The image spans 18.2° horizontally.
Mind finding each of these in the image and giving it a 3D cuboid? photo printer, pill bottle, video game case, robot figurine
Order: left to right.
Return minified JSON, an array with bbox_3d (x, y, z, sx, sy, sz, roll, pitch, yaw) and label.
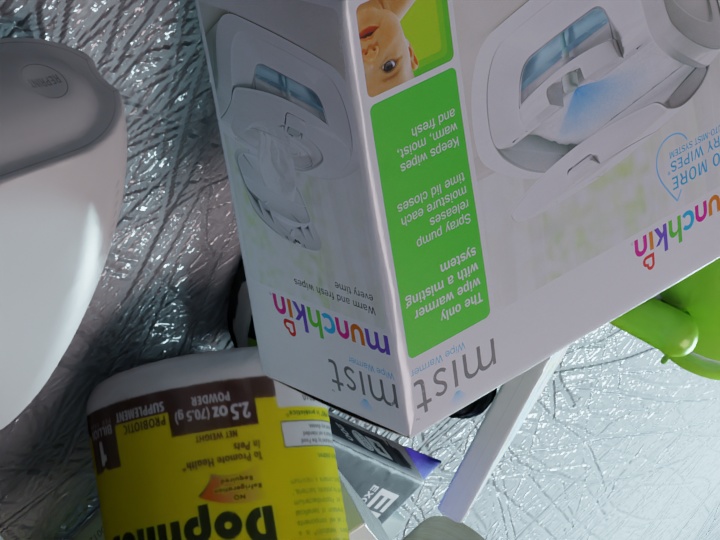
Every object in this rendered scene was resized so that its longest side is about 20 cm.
[{"bbox_3d":[-0.170,0.009,0.762,0.199,0.070,0.167,-23,150,-40],"label":"photo printer"},{"bbox_3d":[-0.055,0.141,0.996,0.108,0.202,0.109,-10,170,-2],"label":"pill bottle"},{"bbox_3d":[0.110,0.032,1.246,0.200,0.017,0.144,-53,170,-44],"label":"video game case"},{"bbox_3d":[0.226,-0.013,1.327,0.174,0.116,0.201,-26,154,-20],"label":"robot figurine"}]

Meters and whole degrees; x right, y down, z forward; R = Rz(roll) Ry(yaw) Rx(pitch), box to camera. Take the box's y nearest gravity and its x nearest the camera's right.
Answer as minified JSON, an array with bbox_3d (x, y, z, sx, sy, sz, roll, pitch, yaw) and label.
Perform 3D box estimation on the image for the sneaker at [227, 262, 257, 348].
[{"bbox_3d":[0.000,0.000,1.014,0.071,0.083,0.201,-25,152,-36],"label":"sneaker"}]

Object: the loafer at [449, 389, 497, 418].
[{"bbox_3d":[0.037,0.027,1.168,0.072,0.073,0.200,-4,156,-6],"label":"loafer"}]

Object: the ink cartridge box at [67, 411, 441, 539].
[{"bbox_3d":[-0.064,0.153,1.166,0.198,0.043,0.200,-45,145,12],"label":"ink cartridge box"}]

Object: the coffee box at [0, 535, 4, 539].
[{"bbox_3d":[-0.198,0.199,0.880,0.199,0.200,0.198,-36,157,-13],"label":"coffee box"}]

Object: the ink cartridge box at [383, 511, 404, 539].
[{"bbox_3d":[-0.079,0.188,1.269,0.200,0.044,0.173,-45,159,4],"label":"ink cartridge box"}]

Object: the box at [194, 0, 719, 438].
[{"bbox_3d":[0.048,-0.062,0.877,0.199,0.096,0.178,-27,119,-34],"label":"box"}]

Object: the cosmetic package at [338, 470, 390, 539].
[{"bbox_3d":[-0.077,0.175,1.097,0.199,0.051,0.083,-33,143,0],"label":"cosmetic package"}]

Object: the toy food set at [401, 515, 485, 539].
[{"bbox_3d":[-0.009,0.250,1.416,0.143,0.060,0.200,-36,166,-48],"label":"toy food set"}]
